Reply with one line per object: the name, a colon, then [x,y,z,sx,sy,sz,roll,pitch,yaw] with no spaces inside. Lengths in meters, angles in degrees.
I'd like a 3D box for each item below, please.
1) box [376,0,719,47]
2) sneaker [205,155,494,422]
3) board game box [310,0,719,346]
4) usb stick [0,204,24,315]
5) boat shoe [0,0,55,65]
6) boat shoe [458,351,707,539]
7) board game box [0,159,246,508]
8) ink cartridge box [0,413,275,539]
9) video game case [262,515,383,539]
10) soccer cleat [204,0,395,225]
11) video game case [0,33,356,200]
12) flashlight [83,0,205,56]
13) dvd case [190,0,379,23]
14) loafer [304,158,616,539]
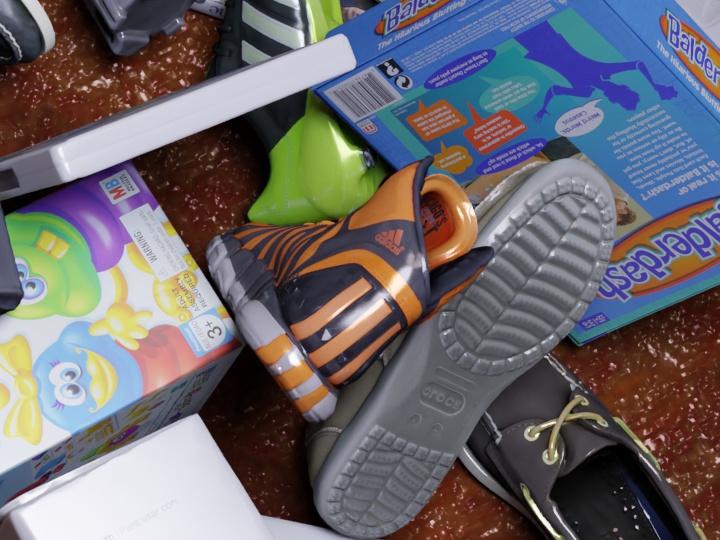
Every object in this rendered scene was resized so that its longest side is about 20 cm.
box: [0.098,-0.137,1.451,0.200,0.060,0.117,41,59,-6]
sneaker: [0.000,0.000,1.285,0.112,0.200,0.078,-37,108,0]
board game box: [0.099,-0.063,1.343,0.200,0.152,0.045,44,40,-28]
usb stick: [-0.185,-0.074,1.230,0.055,0.033,0.201,-4,74,-47]
boat shoe: [-0.236,-0.145,1.355,0.199,0.075,0.066,37,64,0]
boat shoe: [0.104,0.095,1.371,0.072,0.061,0.201,-31,80,-26]
board game box: [-0.169,0.051,1.276,0.200,0.105,0.103,-28,79,-27]
ink cartridge box: [-0.058,0.171,1.058,0.084,0.145,0.200,-28,79,-26]
video game case: [-0.047,0.206,1.297,0.182,0.022,0.201,12,65,-13]
soccer cleat: [-0.042,-0.117,1.398,0.081,0.067,0.201,-17,77,20]
video game case: [-0.104,-0.061,1.294,0.143,0.200,0.018,-24,96,-25]
flashlight: [-0.134,-0.205,1.402,0.068,0.068,0.200,-27,68,-10]
dvd case: [-0.029,-0.180,1.468,0.199,0.018,0.143,18,63,-9]
loafer: [0.036,0.026,1.331,0.075,0.070,0.200,35,97,-36]
